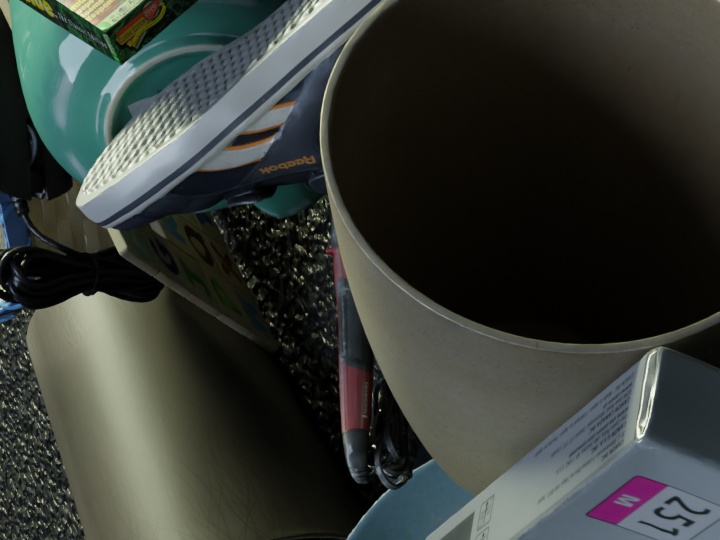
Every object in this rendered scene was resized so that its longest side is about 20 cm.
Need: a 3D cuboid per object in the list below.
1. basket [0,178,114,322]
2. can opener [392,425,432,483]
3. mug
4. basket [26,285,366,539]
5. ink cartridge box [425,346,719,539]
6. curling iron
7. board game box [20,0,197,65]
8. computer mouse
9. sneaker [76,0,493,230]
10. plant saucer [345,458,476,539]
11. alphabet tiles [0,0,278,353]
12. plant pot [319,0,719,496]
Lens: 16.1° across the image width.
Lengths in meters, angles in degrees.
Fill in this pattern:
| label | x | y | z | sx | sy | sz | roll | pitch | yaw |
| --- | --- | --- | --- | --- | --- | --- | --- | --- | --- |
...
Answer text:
| label | x | y | z | sx | sy | sz | roll | pitch | yaw |
| --- | --- | --- | --- | --- | --- | --- | --- | --- | --- |
| basket | -0.231 | -0.037 | 1.405 | 0.176 | 0.199 | 0.140 | -6 | 101 | 56 |
| can opener | 0.062 | 0.137 | 1.199 | 0.200 | 0.079 | 0.063 | 51 | -178 | 34 |
| mug | -0.068 | -0.097 | 1.171 | 0.152 | 0.184 | 0.115 | -58 | 29 | 31 |
| basket | -0.086 | 0.096 | 1.315 | 0.136 | 0.180 | 0.201 | -39 | 58 | 19 |
| ink cartridge box | 0.136 | 0.113 | 0.967 | 0.200 | 0.173 | 0.044 | -48 | 25 | 54 |
| curling iron | 0.000 | 0.000 | 1.102 | 0.050 | 0.025 | 0.201 | 43 | -141 | -65 |
| board game box | -0.060 | -0.174 | 1.094 | 0.105 | 0.200 | 0.024 | 31 | 157 | 46 |
| computer mouse | -0.155 | -0.073 | 1.275 | 0.046 | 0.140 | 0.201 | -38 | 65 | 31 |
| sneaker | -0.029 | -0.063 | 1.066 | 0.200 | 0.079 | 0.079 | -35 | 113 | 25 |
| plant saucer | 0.080 | 0.172 | 1.117 | 0.199 | 0.039 | 0.203 | 0 | 89 | 15 |
| alphabet tiles | -0.118 | -0.061 | 1.293 | 0.008 | 0.167 | 0.201 | -33 | 62 | 11 |
| plant pot | 0.073 | 0.006 | 1.015 | 0.188 | 0.187 | 0.201 | 53 | 158 | 27 |
